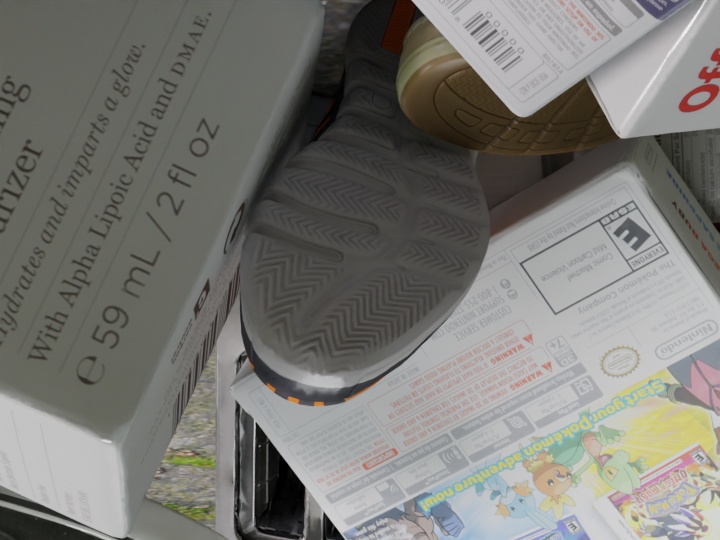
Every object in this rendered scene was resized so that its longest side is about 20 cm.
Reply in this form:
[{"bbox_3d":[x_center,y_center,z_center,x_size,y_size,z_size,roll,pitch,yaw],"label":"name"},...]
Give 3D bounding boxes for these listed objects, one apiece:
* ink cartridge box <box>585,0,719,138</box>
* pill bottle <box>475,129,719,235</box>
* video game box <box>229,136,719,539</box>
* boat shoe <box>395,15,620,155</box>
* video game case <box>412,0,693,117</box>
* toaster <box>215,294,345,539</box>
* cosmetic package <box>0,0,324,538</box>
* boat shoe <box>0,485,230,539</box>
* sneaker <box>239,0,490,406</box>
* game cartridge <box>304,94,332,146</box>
[{"bbox_3d":[0.165,-0.119,0.698,0.198,0.084,0.145,-7,149,-27],"label":"ink cartridge box"},{"bbox_3d":[0.143,-0.056,0.977,0.198,0.111,0.110,-3,162,6],"label":"pill bottle"},{"bbox_3d":[0.079,0.065,0.963,0.199,0.183,0.047,-29,-167,26],"label":"video game box"},{"bbox_3d":[0.093,-0.088,0.833,0.199,0.065,0.072,-9,159,-29],"label":"boat shoe"},{"bbox_3d":[0.023,-0.147,0.620,0.200,0.023,0.182,48,150,-5],"label":"video game case"},{"bbox_3d":[0.036,0.060,1.069,0.179,0.202,0.119,9,-152,12],"label":"toaster"},{"bbox_3d":[-0.136,-0.034,0.827,0.199,0.166,0.165,23,163,2],"label":"cosmetic package"},{"bbox_3d":[-0.148,0.102,0.914,0.198,0.064,0.071,15,165,-6],"label":"boat shoe"},{"bbox_3d":[0.000,0.000,0.848,0.077,0.201,0.113,22,131,3],"label":"sneaker"},{"bbox_3d":[-0.035,-0.031,1.172,0.132,0.041,0.200,5,162,-31],"label":"game cartridge"}]
